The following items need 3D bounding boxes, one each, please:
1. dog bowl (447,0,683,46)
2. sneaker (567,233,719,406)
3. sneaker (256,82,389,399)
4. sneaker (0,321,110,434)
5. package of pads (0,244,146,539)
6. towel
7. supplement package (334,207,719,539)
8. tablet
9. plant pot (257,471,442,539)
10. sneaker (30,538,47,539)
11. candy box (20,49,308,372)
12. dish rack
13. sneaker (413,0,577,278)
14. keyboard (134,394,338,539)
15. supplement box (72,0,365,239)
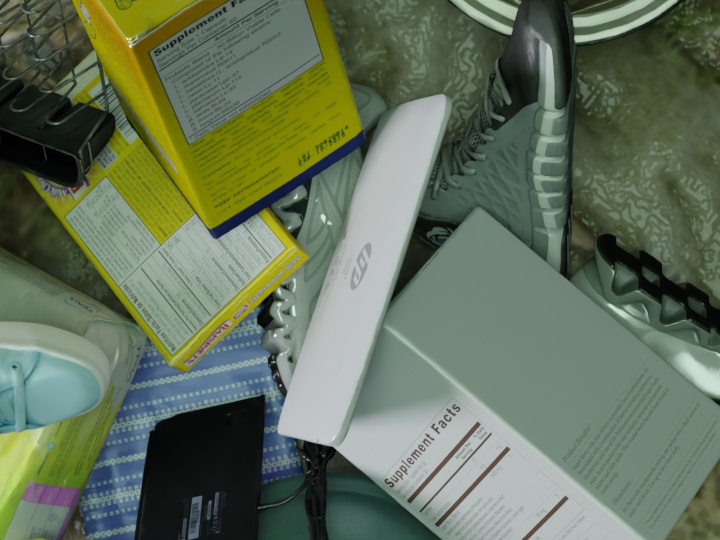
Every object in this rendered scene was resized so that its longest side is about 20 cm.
[{"bbox_3d":[0.121,-0.231,1.333,0.200,0.074,0.201,0,94,4],"label":"dog bowl"},{"bbox_3d":[0.201,0.066,1.354,0.200,0.074,0.089,34,114,-1],"label":"sneaker"},{"bbox_3d":[-0.021,-0.019,1.355,0.081,0.075,0.201,3,89,-10],"label":"sneaker"},{"bbox_3d":[-0.236,0.083,1.234,0.199,0.082,0.074,-5,134,-2],"label":"sneaker"},{"bbox_3d":[-0.228,0.092,1.348,0.154,0.068,0.200,26,96,31],"label":"package of pads"},{"bbox_3d":[-0.109,0.125,1.393,0.144,0.024,0.201,-12,92,3],"label":"towel"},{"bbox_3d":[0.091,0.087,1.299,0.200,0.121,0.120,41,139,4],"label":"supplement package"},{"bbox_3d":[0.000,0.000,1.264,0.014,0.130,0.200,19,84,-14],"label":"tablet"},{"bbox_3d":[-0.019,0.235,1.314,0.200,0.134,0.201,0,108,-1],"label":"plant pot"},{"bbox_3d":[-0.155,0.242,1.330,0.074,0.200,0.082,-44,46,-11],"label":"sneaker"},{"bbox_3d":[-0.125,-0.044,1.340,0.102,0.026,0.200,-43,63,7],"label":"candy box"},{"bbox_3d":[-0.217,-0.157,1.303,0.153,0.055,0.200,20,137,26],"label":"dish rack"},{"bbox_3d":[0.066,-0.073,1.309,0.115,0.075,0.200,4,129,8],"label":"sneaker"},{"bbox_3d":[-0.069,0.143,1.299,0.127,0.200,0.021,-13,127,11],"label":"keyboard"},{"bbox_3d":[-0.083,-0.130,1.235,0.109,0.200,0.110,-33,60,-9],"label":"supplement box"}]
